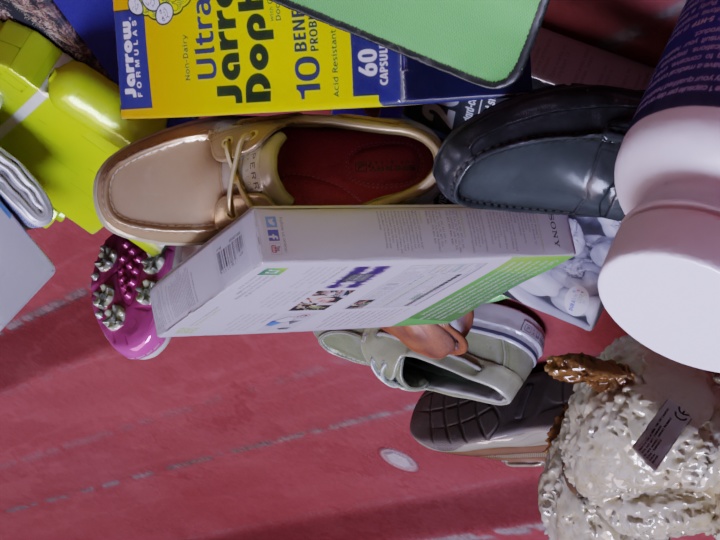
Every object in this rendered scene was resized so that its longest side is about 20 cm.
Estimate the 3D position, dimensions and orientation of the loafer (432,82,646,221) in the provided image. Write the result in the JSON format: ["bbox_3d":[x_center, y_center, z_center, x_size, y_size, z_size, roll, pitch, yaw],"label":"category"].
[{"bbox_3d":[0.136,-0.055,0.983,0.200,0.070,0.068,-6,142,-19],"label":"loafer"}]

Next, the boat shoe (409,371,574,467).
[{"bbox_3d":[0.119,0.114,1.398,0.200,0.076,0.072,-3,142,48],"label":"boat shoe"}]

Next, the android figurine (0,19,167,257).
[{"bbox_3d":[-0.183,-0.081,1.153,0.200,0.041,0.182,36,152,-19],"label":"android figurine"}]

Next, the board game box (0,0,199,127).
[{"bbox_3d":[-0.207,-0.156,1.192,0.200,0.097,0.159,5,146,36],"label":"board game box"}]

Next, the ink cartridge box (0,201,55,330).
[{"bbox_3d":[-0.289,-0.040,1.163,0.200,0.068,0.116,22,155,42],"label":"ink cartridge box"}]

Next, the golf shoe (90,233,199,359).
[{"bbox_3d":[-0.128,-0.015,1.287,0.075,0.200,0.092,-27,134,26],"label":"golf shoe"}]

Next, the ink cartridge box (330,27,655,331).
[{"bbox_3d":[0.068,-0.070,1.126,0.200,0.043,0.198,23,144,11],"label":"ink cartridge box"}]

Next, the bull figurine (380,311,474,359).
[{"bbox_3d":[-0.006,-0.016,1.276,0.200,0.065,0.121,30,152,13],"label":"bull figurine"}]

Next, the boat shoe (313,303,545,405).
[{"bbox_3d":[0.037,0.053,1.374,0.200,0.062,0.072,3,144,41],"label":"boat shoe"}]

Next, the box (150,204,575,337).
[{"bbox_3d":[0.000,0.000,1.087,0.200,0.036,0.144,0,163,-30],"label":"box"}]

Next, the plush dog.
[{"bbox_3d":[0.163,0.120,1.165,0.160,0.200,0.172,7,133,-17],"label":"plush dog"}]

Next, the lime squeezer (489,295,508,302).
[{"bbox_3d":[0.082,-0.006,1.258,0.071,0.038,0.200,28,154,-1],"label":"lime squeezer"}]

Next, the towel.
[{"bbox_3d":[-0.266,-0.078,1.176,0.147,0.024,0.200,47,160,-19],"label":"towel"}]

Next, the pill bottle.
[{"bbox_3d":[0.186,-0.059,0.892,0.120,0.200,0.120,22,152,12],"label":"pill bottle"}]

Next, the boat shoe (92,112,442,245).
[{"bbox_3d":[-0.049,-0.055,1.058,0.200,0.074,0.069,-9,179,-5],"label":"boat shoe"}]

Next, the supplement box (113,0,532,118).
[{"bbox_3d":[-0.023,-0.137,0.999,0.200,0.109,0.109,1,-174,41],"label":"supplement box"}]

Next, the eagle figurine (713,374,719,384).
[{"bbox_3d":[0.301,0.067,1.034,0.151,0.200,0.152,67,173,-14],"label":"eagle figurine"}]

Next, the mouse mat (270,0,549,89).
[{"bbox_3d":[0.029,-0.197,0.865,0.161,0.008,0.200,24,113,10],"label":"mouse mat"}]
